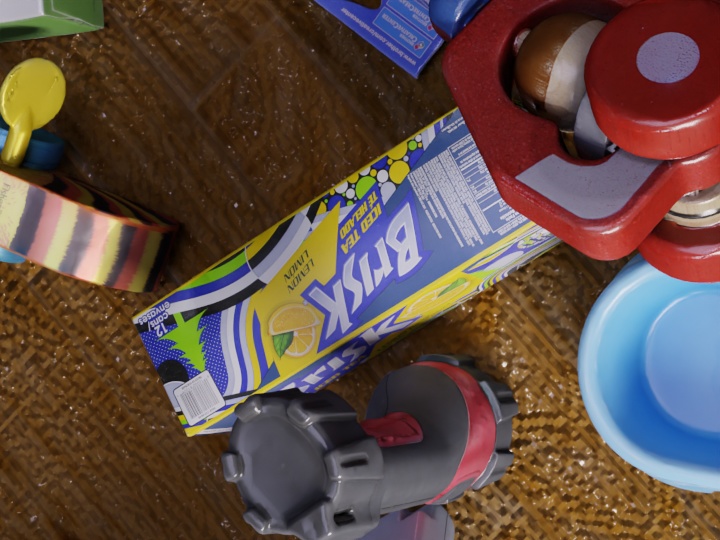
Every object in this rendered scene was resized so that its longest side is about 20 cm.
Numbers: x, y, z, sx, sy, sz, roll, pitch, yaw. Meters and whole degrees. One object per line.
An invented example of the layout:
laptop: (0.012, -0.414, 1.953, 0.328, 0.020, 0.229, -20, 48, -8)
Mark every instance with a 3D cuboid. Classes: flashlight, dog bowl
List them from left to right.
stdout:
flashlight: (0.005, 0.070, 0.973, 0.067, 0.200, 0.069, 10, 92, 24)
dog bowl: (0.182, 0.046, 0.968, 0.199, 0.050, 0.112, 9, 94, 23)

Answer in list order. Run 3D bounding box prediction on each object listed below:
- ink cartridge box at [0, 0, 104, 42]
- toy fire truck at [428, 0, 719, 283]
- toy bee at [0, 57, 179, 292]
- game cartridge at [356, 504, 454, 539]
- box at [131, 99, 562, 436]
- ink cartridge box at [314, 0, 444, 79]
ink cartridge box: (-0.227, -0.162, 1.151, 0.199, 0.059, 0.105, -5, 88, 24)
toy fire truck: (0.119, -0.102, 0.953, 0.168, 0.112, 0.200, 34, 74, 34)
toy bee: (-0.193, -0.035, 1.111, 0.199, 0.109, 0.132, 1, 92, 24)
game cartridge: (-0.045, 0.190, 1.034, 0.199, 0.133, 0.042, -33, 113, 21)
box: (0.000, 0.000, 1.045, 0.199, 0.070, 0.065, -31, 77, 21)
ink cartridge box: (0.032, -0.201, 1.049, 0.119, 0.042, 0.201, 39, 106, 19)
